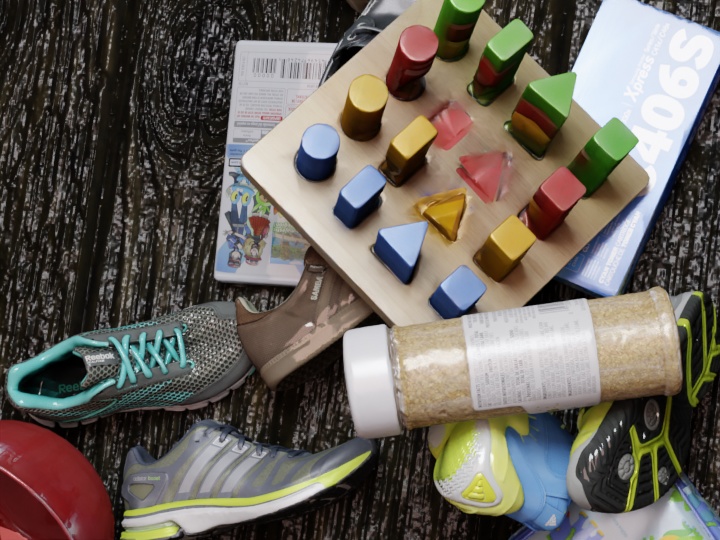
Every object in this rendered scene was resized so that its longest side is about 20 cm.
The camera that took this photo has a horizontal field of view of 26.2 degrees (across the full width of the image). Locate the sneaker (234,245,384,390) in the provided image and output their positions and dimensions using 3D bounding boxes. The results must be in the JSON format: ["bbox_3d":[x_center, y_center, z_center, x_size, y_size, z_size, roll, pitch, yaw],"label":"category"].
[{"bbox_3d":[0.000,0.000,1.078,0.200,0.070,0.076,-35,74,1],"label":"sneaker"}]

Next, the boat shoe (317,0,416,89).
[{"bbox_3d":[0.010,-0.139,1.095,0.074,0.066,0.200,29,90,15],"label":"boat shoe"}]

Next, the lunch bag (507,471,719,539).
[{"bbox_3d":[0.190,0.235,1.027,0.161,0.082,0.200,-36,76,9],"label":"lunch bag"}]

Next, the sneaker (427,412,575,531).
[{"bbox_3d":[0.098,0.107,1.034,0.105,0.200,0.076,33,118,-14],"label":"sneaker"}]

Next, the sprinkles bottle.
[{"bbox_3d":[0.091,0.056,0.940,0.200,0.068,0.068,-8,82,3],"label":"sprinkles bottle"}]

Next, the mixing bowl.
[{"bbox_3d":[-0.251,0.183,1.101,0.200,0.108,0.200,9,117,19],"label":"mixing bowl"}]

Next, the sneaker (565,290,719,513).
[{"bbox_3d":[0.174,0.088,1.012,0.076,0.200,0.076,-5,118,36],"label":"sneaker"}]

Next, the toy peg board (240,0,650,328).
[{"bbox_3d":[0.061,-0.075,0.997,0.199,0.098,0.200,-43,83,-14],"label":"toy peg board"}]

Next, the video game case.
[{"bbox_3d":[-0.003,-0.076,1.136,0.200,0.022,0.183,4,84,12],"label":"video game case"}]

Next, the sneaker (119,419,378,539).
[{"bbox_3d":[-0.086,0.142,1.106,0.200,0.074,0.081,-15,77,9],"label":"sneaker"}]

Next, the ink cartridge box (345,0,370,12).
[{"bbox_3d":[0.014,-0.319,1.134,0.200,0.075,0.165,-43,78,6],"label":"ink cartridge box"}]

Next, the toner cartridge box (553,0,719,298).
[{"bbox_3d":[0.177,-0.085,1.085,0.095,0.043,0.200,23,89,15],"label":"toner cartridge box"}]

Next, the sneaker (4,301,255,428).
[{"bbox_3d":[-0.167,0.071,1.120,0.200,0.091,0.078,-19,81,10],"label":"sneaker"}]
